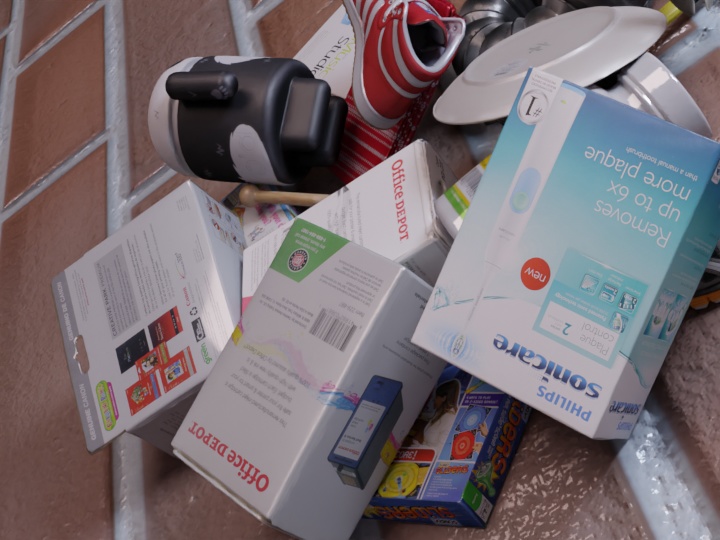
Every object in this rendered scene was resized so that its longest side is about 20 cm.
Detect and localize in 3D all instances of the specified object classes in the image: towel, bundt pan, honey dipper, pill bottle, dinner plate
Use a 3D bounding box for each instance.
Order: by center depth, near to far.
[{"bbox_3d":[0.163,-0.069,1.082,0.199,0.111,0.111,-39,31,6],"label":"pill bottle"},{"bbox_3d":[0.146,-0.171,1.136,0.198,0.024,0.201,-24,19,9],"label":"dinner plate"},{"bbox_3d":[0.162,-0.231,1.313,0.200,0.076,0.203,-30,34,22],"label":"bundt pan"},{"bbox_3d":[-0.036,-0.066,1.340,0.198,0.038,0.038,7,55,38],"label":"honey dipper"},{"bbox_3d":[0.025,-0.174,1.370,0.202,0.022,0.145,-66,30,12],"label":"towel"}]

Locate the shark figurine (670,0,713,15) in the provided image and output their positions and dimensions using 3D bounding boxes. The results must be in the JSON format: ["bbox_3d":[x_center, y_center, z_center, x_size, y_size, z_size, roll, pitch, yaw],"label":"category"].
[{"bbox_3d":[0.251,-0.243,1.141,0.127,0.090,0.214,-29,13,-14],"label":"shark figurine"}]

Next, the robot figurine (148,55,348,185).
[{"bbox_3d":[-0.113,-0.150,1.406,0.197,0.152,0.125,5,37,26],"label":"robot figurine"}]

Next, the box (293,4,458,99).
[{"bbox_3d":[0.009,-0.235,1.527,0.145,0.036,0.199,-49,33,-8],"label":"box"}]

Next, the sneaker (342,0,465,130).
[{"bbox_3d":[0.037,-0.240,1.290,0.112,0.070,0.203,-36,53,51],"label":"sneaker"}]

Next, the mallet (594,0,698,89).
[{"bbox_3d":[0.257,-0.226,1.220,0.066,0.041,0.200,39,78,26],"label":"mallet"}]

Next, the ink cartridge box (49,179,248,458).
[{"bbox_3d":[-0.175,0.054,1.283,0.174,0.084,0.202,-32,54,16],"label":"ink cartridge box"}]

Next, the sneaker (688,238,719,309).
[{"bbox_3d":[0.207,-0.014,1.000,0.198,0.077,0.079,-31,31,17],"label":"sneaker"}]

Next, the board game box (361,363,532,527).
[{"bbox_3d":[0.032,0.121,1.074,0.198,0.034,0.136,-5,48,45],"label":"board game box"}]

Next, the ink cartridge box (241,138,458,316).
[{"bbox_3d":[0.000,0.000,1.211,0.199,0.085,0.147,-32,33,20],"label":"ink cartridge box"}]

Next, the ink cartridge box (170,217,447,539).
[{"bbox_3d":[-0.033,0.082,1.048,0.145,0.087,0.202,25,82,50],"label":"ink cartridge box"}]

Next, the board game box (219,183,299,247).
[{"bbox_3d":[-0.113,-0.012,1.400,0.134,0.034,0.200,-41,31,5],"label":"board game box"}]

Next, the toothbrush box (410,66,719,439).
[{"bbox_3d":[0.144,-0.010,0.944,0.145,0.085,0.202,27,97,28],"label":"toothbrush box"}]
